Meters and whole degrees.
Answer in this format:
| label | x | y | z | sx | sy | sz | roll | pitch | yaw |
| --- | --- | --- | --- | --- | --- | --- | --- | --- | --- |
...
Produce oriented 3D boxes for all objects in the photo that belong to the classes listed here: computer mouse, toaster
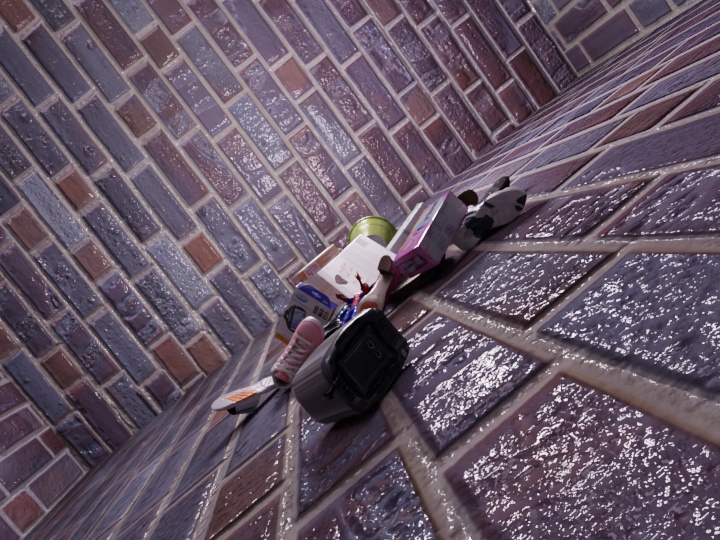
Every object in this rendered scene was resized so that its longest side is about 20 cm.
| label | x | y | z | sx | sy | sz | roll | pitch | yaw |
| --- | --- | --- | --- | --- | --- | --- | --- | --- | --- |
| computer mouse | 0.345 | -0.175 | 1.520 | 0.200 | 0.046 | 0.140 | -50 | 10 | 0 |
| toaster | -0.022 | 0.158 | 0.851 | 0.129 | 0.114 | 0.200 | -38 | 6 | 45 |

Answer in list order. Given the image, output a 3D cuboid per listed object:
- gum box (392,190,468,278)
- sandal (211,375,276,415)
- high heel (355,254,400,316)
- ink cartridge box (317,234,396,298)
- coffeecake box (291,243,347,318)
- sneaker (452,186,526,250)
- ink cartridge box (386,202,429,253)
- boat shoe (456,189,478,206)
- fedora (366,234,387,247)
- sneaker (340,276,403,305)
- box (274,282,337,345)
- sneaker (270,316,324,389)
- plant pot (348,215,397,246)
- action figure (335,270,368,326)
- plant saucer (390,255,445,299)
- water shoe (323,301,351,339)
| label | x | y | z | sx | sy | sz | roll | pitch | yaw |
| --- | --- | --- | --- | --- | --- | --- | --- | --- | --- |
| gum box | 0.163 | -0.080 | 1.278 | 0.201 | 0.066 | 0.113 | -57 | 13 | -31 |
| sandal | -0.276 | 0.331 | 1.390 | 0.205 | 0.060 | 0.079 | -18 | 12 | -30 |
| high heel | 0.050 | 0.069 | 1.295 | 0.202 | 0.067 | 0.096 | -66 | -27 | -13 |
| ink cartridge box | 0.000 | 0.000 | 1.474 | 0.176 | 0.045 | 0.200 | -42 | 39 | -11 |
| coffeecake box | -0.082 | 0.050 | 1.617 | 0.153 | 0.201 | 0.073 | -41 | 7 | -34 |
| sneaker | 0.303 | -0.140 | 1.296 | 0.199 | 0.079 | 0.130 | -47 | 10 | 25 |
| ink cartridge box | 0.155 | -0.100 | 1.650 | 0.201 | 0.087 | 0.145 | -53 | 4 | 4 |
| boat shoe | 0.301 | -0.185 | 1.743 | 0.200 | 0.072 | 0.065 | -46 | 10 | -21 |
| fedora | 0.034 | -0.013 | 1.769 | 0.199 | 0.178 | 0.090 | -31 | 33 | -17 |
| sneaker | 0.037 | 0.054 | 1.505 | 0.198 | 0.077 | 0.085 | -26 | -34 | -2 |
| box | -0.143 | 0.126 | 1.452 | 0.201 | 0.118 | 0.041 | -63 | -8 | 26 |
| sneaker | -0.153 | 0.209 | 1.303 | 0.201 | 0.075 | 0.105 | -61 | -5 | 33 |
| plant pot | 0.048 | -0.074 | 2.011 | 0.199 | 0.200 | 0.190 | -36 | 19 | 17 |
| action figure | -0.029 | 0.084 | 1.296 | 0.065 | 0.099 | 0.201 | -16 | 31 | 35 |
| plant saucer | 0.140 | 0.013 | 1.370 | 0.200 | 0.032 | 0.200 | -39 | 5 | 4 |
| water shoe | -0.035 | 0.140 | 1.386 | 0.200 | 0.072 | 0.079 | -44 | 29 | -14 |
